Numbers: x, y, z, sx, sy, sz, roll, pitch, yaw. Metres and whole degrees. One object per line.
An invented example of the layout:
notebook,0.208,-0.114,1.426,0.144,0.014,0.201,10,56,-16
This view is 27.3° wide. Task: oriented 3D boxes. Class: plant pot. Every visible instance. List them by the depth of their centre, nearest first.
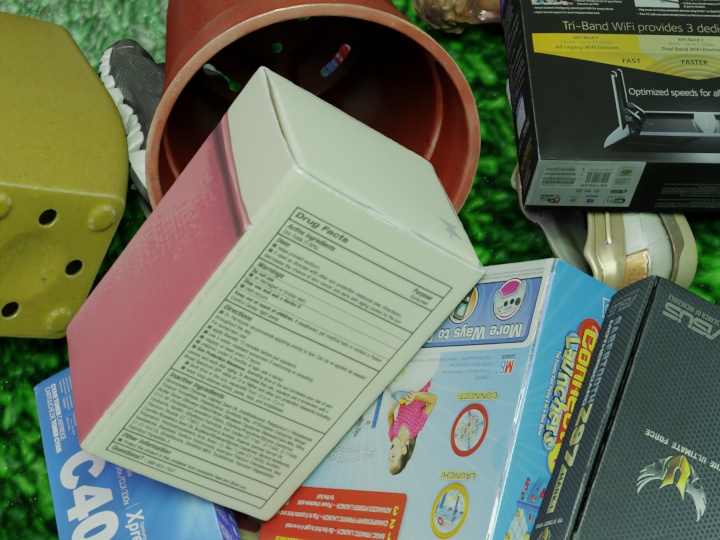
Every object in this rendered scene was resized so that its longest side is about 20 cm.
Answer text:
plant pot,-0.044,-0.119,0.944,0.200,0.201,0.196,-31,36,9
plant pot,-0.271,-0.055,1.026,0.200,0.193,0.196,45,116,38

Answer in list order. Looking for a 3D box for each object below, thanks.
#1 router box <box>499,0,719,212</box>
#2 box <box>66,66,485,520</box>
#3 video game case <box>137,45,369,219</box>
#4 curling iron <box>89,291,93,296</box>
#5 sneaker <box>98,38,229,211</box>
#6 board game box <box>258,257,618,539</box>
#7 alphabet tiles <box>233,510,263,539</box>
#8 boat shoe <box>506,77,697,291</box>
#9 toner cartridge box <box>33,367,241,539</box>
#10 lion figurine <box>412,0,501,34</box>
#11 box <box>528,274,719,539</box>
router box,0.188,-0.113,0.873,0.198,0.052,0.158,1,59,-5
box,-0.052,0.016,0.800,0.200,0.127,0.109,-50,33,21
video game case,-0.060,-0.072,1.058,0.200,0.017,0.143,-39,43,4
curling iron,-0.108,0.022,0.988,0.199,0.026,0.050,-12,73,27
sneaker,-0.139,-0.124,1.104,0.090,0.067,0.200,-33,39,7
board game box,0.034,0.101,0.789,0.199,0.056,0.197,-7,63,54
alphabet tiles,-0.073,0.208,0.863,0.199,0.006,0.167,14,67,12
boat shoe,0.130,-0.064,0.908,0.068,0.075,0.201,-6,47,-23
toner cartridge box,-0.130,0.128,0.869,0.095,0.043,0.201,-26,44,2
lion figurine,0.126,-0.178,0.998,0.123,0.072,0.200,-48,54,5
box,0.190,0.117,0.711,0.159,0.199,0.051,-67,10,-20
